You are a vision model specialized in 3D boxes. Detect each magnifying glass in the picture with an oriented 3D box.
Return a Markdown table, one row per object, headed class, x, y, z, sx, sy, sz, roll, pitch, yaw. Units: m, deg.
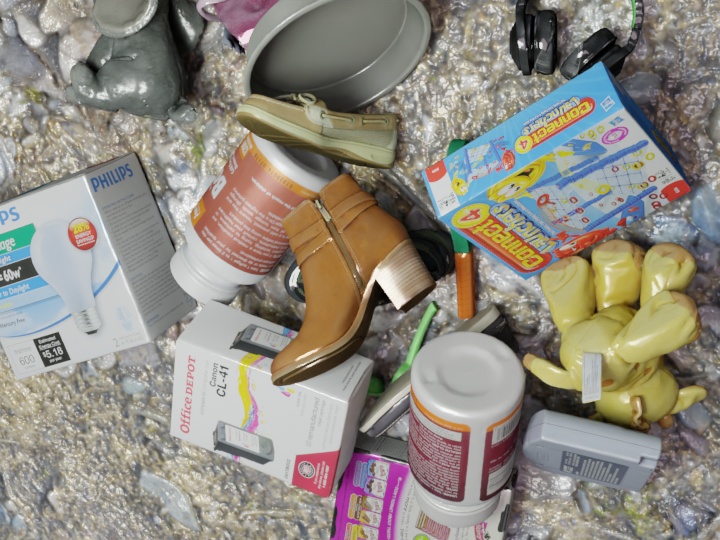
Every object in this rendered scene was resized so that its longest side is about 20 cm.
| class | x | y | z | sx | sy | sz | roll | pitch | yaw |
| --- | --- | --- | --- | --- | --- | --- | --- | --- | --- |
| magnifying glass | 0.108 | -0.042 | 1.155 | 0.022 | 0.080 | 0.201 | 1 | 116 | 18 |

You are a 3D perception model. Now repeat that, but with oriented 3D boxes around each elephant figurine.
| class | x | y | z | sx | sy | sz | roll | pitch | yaw |
| --- | --- | --- | --- | --- | --- | --- | --- | --- | --- |
| elephant figurine | -0.242 | -0.269 | 1.166 | 0.154 | 0.141 | 0.201 | 10 | 93 | -16 |

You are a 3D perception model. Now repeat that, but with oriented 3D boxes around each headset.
| class | x | y | z | sx | sy | sz | roll | pitch | yaw |
| --- | --- | --- | --- | --- | --- | --- | --- | --- | --- |
| headset | 0.199 | -0.212 | 1.060 | 0.123 | 0.094 | 0.201 | 21 | 102 | 10 |

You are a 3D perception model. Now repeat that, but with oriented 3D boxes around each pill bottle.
| class | x | y | z | sx | sy | sz | roll | pitch | yaw |
| --- | --- | --- | --- | --- | --- | --- | --- | --- | --- |
| pill bottle | -0.122 | -0.058 | 1.191 | 0.112 | 0.112 | 0.200 | 41 | 112 | 2 |
| pill bottle | 0.105 | 0.169 | 1.121 | 0.113 | 0.114 | 0.201 | 12 | 135 | 13 |

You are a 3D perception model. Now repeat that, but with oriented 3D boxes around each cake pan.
| class | x | y | z | sx | sy | sz | roll | pitch | yaw |
| --- | --- | --- | --- | --- | --- | --- | --- | --- | --- |
| cake pan | -0.027 | -0.222 | 1.085 | 0.200 | 0.200 | 0.037 | -33 | 64 | 22 |

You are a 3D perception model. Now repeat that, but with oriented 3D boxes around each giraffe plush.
| class | x | y | z | sx | sy | sz | roll | pitch | yaw |
| --- | --- | --- | --- | --- | --- | --- | --- | --- | --- |
| giraffe plush | 0.273 | 0.090 | 1.099 | 0.172 | 0.201 | 0.162 | 2 | 144 | 37 |

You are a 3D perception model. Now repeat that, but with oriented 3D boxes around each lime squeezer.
| class | x | y | z | sx | sy | sz | roll | pitch | yaw |
| --- | --- | --- | --- | --- | --- | --- | --- | --- | --- |
| lime squeezer | 0.019 | 0.116 | 1.241 | 0.199 | 0.038 | 0.071 | -33 | 94 | 23 |

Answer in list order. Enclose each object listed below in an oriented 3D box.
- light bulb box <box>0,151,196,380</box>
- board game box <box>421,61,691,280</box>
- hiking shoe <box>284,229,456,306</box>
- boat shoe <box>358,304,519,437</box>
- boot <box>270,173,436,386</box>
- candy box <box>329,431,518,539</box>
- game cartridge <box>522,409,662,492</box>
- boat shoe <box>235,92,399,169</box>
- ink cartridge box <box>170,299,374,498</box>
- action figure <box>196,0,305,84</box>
| class | x | y | z | sx | sy | sz | roll | pitch | yaw |
| --- | --- | --- | --- | --- | --- | --- | --- | --- | --- |
| light bulb box | -0.330 | -0.005 | 1.263 | 0.197 | 0.125 | 0.201 | -17 | 101 | 21 |
| board game box | 0.193 | -0.086 | 1.047 | 0.195 | 0.200 | 0.056 | -31 | 58 | 22 |
| hiking shoe | 0.000 | 0.000 | 1.178 | 0.199 | 0.101 | 0.076 | -12 | 101 | 19 |
| boat shoe | 0.087 | 0.123 | 1.180 | 0.200 | 0.073 | 0.063 | -40 | 95 | -2 |
| boot | -0.040 | 0.010 | 1.104 | 0.200 | 0.074 | 0.155 | -36 | 75 | -5 |
| candy box | 0.072 | 0.278 | 1.258 | 0.199 | 0.061 | 0.137 | 13 | 107 | 13 |
| game cartridge | 0.235 | 0.188 | 1.124 | 0.132 | 0.200 | 0.042 | 16 | 75 | 14 |
| boat shoe | -0.039 | -0.152 | 1.105 | 0.073 | 0.200 | 0.064 | 11 | 89 | 51 |
| ink cartridge box | -0.100 | 0.140 | 1.183 | 0.199 | 0.086 | 0.148 | 18 | 125 | 11 |
| action figure | -0.053 | -0.303 | 1.122 | 0.149 | 0.134 | 0.201 | 45 | 116 | 30 |
